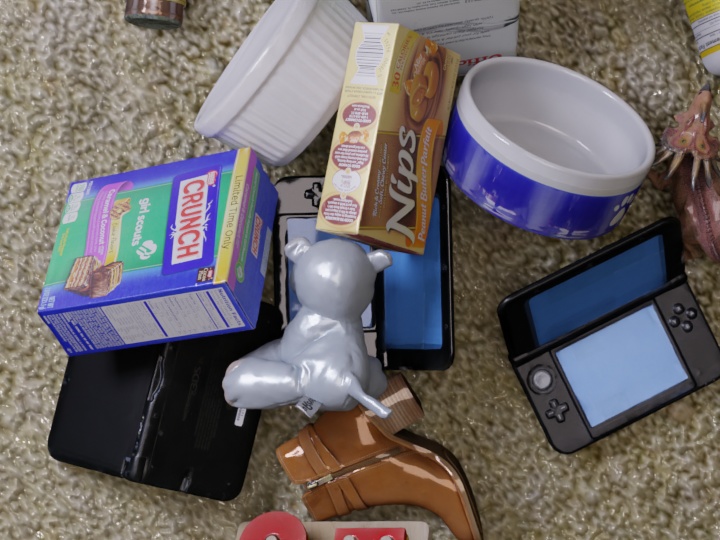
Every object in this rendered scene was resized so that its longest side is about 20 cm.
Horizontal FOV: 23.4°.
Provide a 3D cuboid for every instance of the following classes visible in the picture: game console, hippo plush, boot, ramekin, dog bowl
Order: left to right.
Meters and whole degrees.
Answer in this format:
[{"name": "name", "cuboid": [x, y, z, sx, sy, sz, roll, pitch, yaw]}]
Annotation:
[{"name": "game console", "cuboid": [-0.195, 0.112, 1.739, 0.175, 0.116, 0.201, 16, 84, -25]}, {"name": "ramekin", "cuboid": [-0.069, -0.192, 1.696, 0.094, 0.202, 0.203, 35, 87, -14]}, {"name": "hippo plush", "cuboid": [-0.050, 0.049, 1.636, 0.159, 0.200, 0.162, 1, 91, 0]}, {"name": "game console", "cuboid": [0.000, 0.000, 1.726, 0.175, 0.116, 0.201, -1, 87, -3]}, {"name": "boot", "cuboid": [0.022, 0.219, 1.743, 0.155, 0.077, 0.200, -31, 102, 5]}, {"name": "dog bowl", "cuboid": [0.181, -0.121, 1.695, 0.199, 0.200, 0.079, 21, 125, -2]}, {"name": "game console", "cuboid": [0.254, 0.068, 1.726, 0.199, 0.116, 0.176, -26, 89, -2]}]

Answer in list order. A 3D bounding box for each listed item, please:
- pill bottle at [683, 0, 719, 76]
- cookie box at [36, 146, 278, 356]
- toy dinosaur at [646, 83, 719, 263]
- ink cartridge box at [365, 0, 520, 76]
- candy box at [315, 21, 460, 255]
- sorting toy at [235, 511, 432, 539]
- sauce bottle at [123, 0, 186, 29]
[{"name": "pill bottle", "cuboid": [0.388, -0.268, 1.753, 0.112, 0.112, 0.201, -17, 89, -3]}, {"name": "cookie box", "cuboid": [-0.190, -0.018, 1.655, 0.199, 0.075, 0.172, -9, 48, 19]}, {"name": "toy dinosaur", "cuboid": [0.338, -0.073, 1.732, 0.086, 0.136, 0.201, -23, 90, -3]}, {"name": "ink cartridge box", "cuboid": [0.078, -0.275, 1.693, 0.146, 0.200, 0.083, -10, 63, -3]}, {"name": "candy box", "cuboid": [0.028, -0.123, 1.642, 0.055, 0.115, 0.201, 9, 86, 36]}, {"name": "sorting toy", "cuboid": [-0.042, 0.321, 1.663, 0.198, 0.070, 0.201, -2, 52, 13]}, {"name": "sauce bottle", "cuboid": [-0.201, -0.348, 1.756, 0.064, 0.065, 0.201, 4, 88, -2]}]
